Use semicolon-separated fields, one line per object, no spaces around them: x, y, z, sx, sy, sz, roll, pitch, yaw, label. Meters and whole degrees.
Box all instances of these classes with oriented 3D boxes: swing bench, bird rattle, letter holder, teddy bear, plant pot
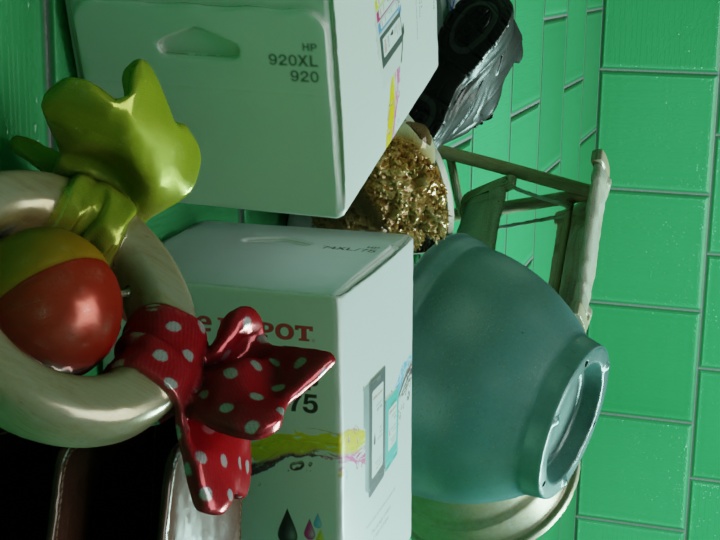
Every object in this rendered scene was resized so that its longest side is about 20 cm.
0.152;-0.013;1.353;0.130;0.198;0.201;71;29;-53;swing bench
-0.117;0.020;0.573;0.162;0.112;0.202;-12;75;-47;bird rattle
-0.132;0.176;0.631;0.142;0.099;0.203;-12;106;-71;letter holder
0.000;-0.068;0.878;0.146;0.067;0.200;54;-14;2;teddy bear
0.095;0.143;1.268;0.184;0.198;0.202;64;33;-40;plant pot
0.102;0.090;0.973;0.200;0.133;0.202;-43;144;-42;plant pot

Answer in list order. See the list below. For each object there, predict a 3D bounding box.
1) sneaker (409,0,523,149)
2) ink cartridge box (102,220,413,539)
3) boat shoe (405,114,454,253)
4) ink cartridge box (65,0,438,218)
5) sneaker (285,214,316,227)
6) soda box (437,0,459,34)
0.078;-0.145;1.157;0.200;0.076;0.091;-48;146;2;sneaker
-0.055;0.085;0.778;0.146;0.145;0.203;-38;130;-67;ink cartridge box
0.007;-0.100;0.966;0.059;0.071;0.202;-32;103;-51;boat shoe
-0.051;-0.143;0.729;0.200;0.145;0.146;-60;150;-54;ink cartridge box
0.000;0.000;1.058;0.200;0.080;0.076;39;56;-72;sneaker
0.049;-0.246;1.170;0.201;0.067;0.064;77;24;-47;soda box
